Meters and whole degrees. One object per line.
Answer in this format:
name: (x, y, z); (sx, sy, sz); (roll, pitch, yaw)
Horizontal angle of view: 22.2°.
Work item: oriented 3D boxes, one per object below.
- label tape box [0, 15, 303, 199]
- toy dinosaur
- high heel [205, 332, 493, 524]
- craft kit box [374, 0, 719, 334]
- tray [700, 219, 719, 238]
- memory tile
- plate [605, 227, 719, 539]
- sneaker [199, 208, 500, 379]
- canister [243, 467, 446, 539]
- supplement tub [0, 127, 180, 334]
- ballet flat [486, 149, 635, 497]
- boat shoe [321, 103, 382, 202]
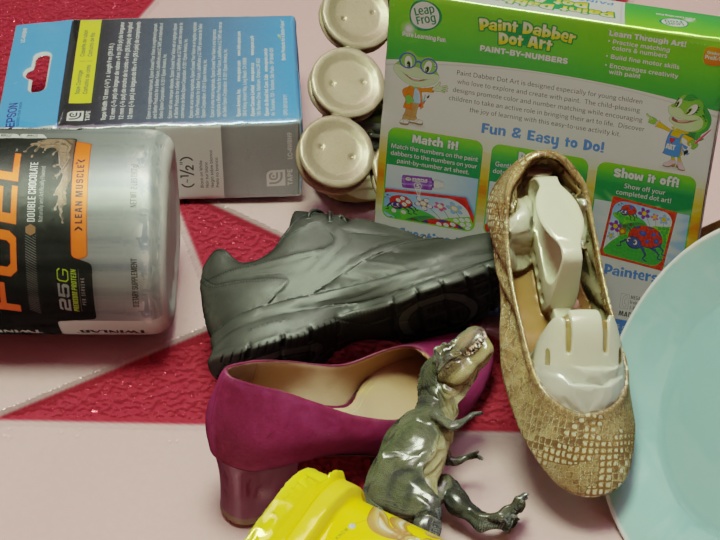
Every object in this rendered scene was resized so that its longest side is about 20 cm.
label tape box: (-0.140, -0.112, 1.253); (0.198, 0.066, 0.144); (-3, 37, -2)
toy dinosaur: (0.033, 0.123, 0.960); (0.088, 0.048, 0.200); (29, 59, 13)
high heel: (0.002, 0.059, 1.002); (0.067, 0.097, 0.200); (31, 46, 34)
craft kit box: (0.108, -0.065, 1.085); (0.199, 0.199, 0.049); (11, 30, 11)
tray: (0.292, -0.045, 1.084); (0.098, 0.200, 0.037); (-19, 85, -38)
memory tile: (0.061, -0.104, 1.201); (0.199, 0.017, 0.154); (11, 68, -10)
plate: (0.201, 0.071, 0.942); (0.025, 0.201, 0.200); (17, 25, -36)
sneaker: (0.000, 0.000, 1.065); (0.199, 0.076, 0.091); (-13, 63, -11)
canister: (0.029, 0.192, 0.825); (0.199, 0.087, 0.149); (22, 55, 22)
supplement tub: (-0.209, -0.024, 1.084); (0.198, 0.123, 0.123); (0, 37, -1)
ballet flat: (0.107, 0.021, 0.993); (0.070, 0.065, 0.201); (-7, 63, -12)
boat shoe: (0.059, -0.102, 1.243); (0.200, 0.066, 0.072); (-18, 42, -24)
